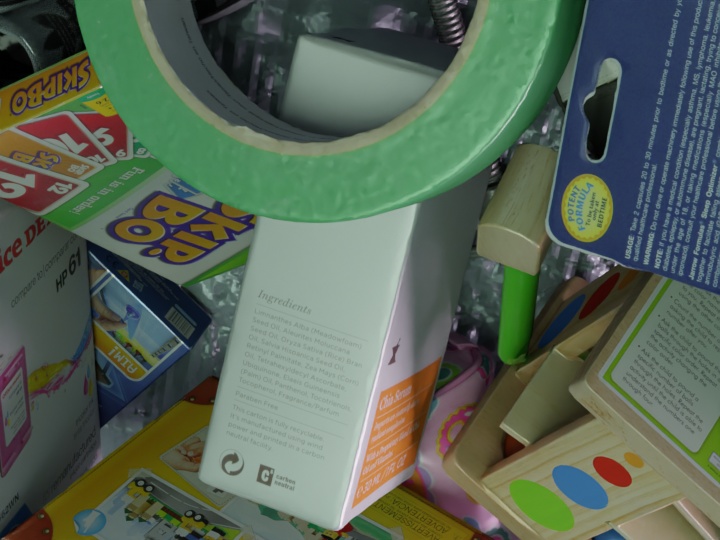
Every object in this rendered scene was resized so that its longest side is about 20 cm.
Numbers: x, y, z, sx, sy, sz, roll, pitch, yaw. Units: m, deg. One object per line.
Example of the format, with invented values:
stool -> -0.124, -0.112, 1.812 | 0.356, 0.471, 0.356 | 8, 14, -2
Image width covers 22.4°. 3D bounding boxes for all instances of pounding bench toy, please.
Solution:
pounding bench toy -> 0.108, 0.043, 0.805 | 0.200, 0.124, 0.156 | 41, 150, -6

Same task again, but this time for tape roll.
tape roll -> -0.013, -0.120, 0.702 | 0.200, 0.048, 0.201 | 2, 97, 19

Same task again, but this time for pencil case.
pencil case -> 0.056, 0.129, 0.919 | 0.087, 0.087, 0.200 | -14, 113, 24

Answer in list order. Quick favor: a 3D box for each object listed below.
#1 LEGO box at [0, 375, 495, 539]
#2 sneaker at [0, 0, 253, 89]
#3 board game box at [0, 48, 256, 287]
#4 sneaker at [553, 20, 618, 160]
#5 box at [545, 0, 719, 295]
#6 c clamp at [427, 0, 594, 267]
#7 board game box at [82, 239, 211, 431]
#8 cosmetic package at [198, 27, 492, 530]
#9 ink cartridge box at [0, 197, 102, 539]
LEGO box -> -0.047, 0.155, 0.854 | 0.200, 0.149, 0.077 | 28, 138, 31
sneaker -> -0.109, -0.123, 0.816 | 0.200, 0.114, 0.076 | -24, 108, 27
board game box -> -0.093, -0.040, 0.835 | 0.095, 0.200, 0.030 | -20, 65, 26
sneaker -> 0.108, -0.127, 0.715 | 0.074, 0.089, 0.201 | -13, 89, -5
box -> 0.171, -0.039, 0.667 | 0.200, 0.032, 0.121 | 20, 117, 23
c clamp -> 0.069, -0.089, 0.829 | 0.170, 0.027, 0.200 | -2, 117, 19
board game box -> -0.194, 0.000, 0.955 | 0.200, 0.034, 0.135 | 45, 121, -9
cosmetic package -> 0.000, 0.000, 0.794 | 0.071, 0.101, 0.201 | 18, 104, 18
ink cartridge box -> -0.194, 0.048, 0.873 | 0.084, 0.145, 0.200 | 7, 120, 15
